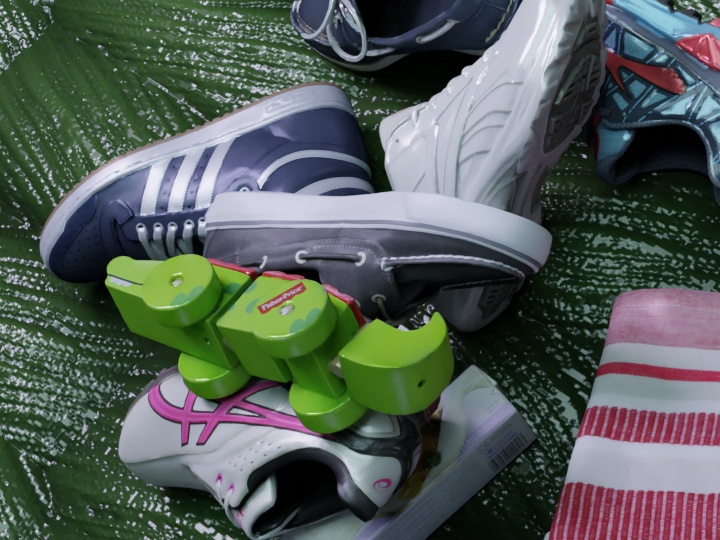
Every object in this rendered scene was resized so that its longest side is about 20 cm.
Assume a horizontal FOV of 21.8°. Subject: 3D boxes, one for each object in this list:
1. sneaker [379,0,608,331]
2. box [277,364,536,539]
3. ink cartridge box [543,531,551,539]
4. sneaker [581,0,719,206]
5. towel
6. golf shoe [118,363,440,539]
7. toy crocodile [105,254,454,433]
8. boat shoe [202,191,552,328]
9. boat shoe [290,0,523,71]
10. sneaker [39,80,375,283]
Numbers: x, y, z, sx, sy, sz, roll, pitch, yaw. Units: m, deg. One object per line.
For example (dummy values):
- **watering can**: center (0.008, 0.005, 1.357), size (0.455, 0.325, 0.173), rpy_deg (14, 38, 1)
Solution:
- **sneaker**: center (0.057, -0.074, 0.962), size (0.099, 0.078, 0.201), rpy_deg (28, 106, 23)
- **box**: center (0.001, 0.131, 0.945), size (0.200, 0.041, 0.039), rpy_deg (-42, 54, -2)
- **ink cartridge box**: center (0.162, 0.186, 0.798), size (0.196, 0.043, 0.200), rpy_deg (-6, 35, 20)
- **sneaker**: center (0.138, -0.097, 0.988), size (0.200, 0.079, 0.096), rpy_deg (27, 78, 33)
- **towel**: center (0.169, 0.081, 0.871), size (0.144, 0.023, 0.200), rpy_deg (-1, 42, 24)
- **golf shoe**: center (-0.057, 0.091, 0.942), size (0.200, 0.073, 0.092), rpy_deg (-12, 41, 40)
- **toy crocodile**: center (-0.045, 0.026, 0.894), size (0.200, 0.068, 0.062), rpy_deg (13, 51, 41)
- **boat shoe**: center (0.000, 0.000, 0.921), size (0.199, 0.070, 0.066), rpy_deg (5, 76, 32)
- **boat shoe**: center (0.017, -0.149, 1.044), size (0.200, 0.062, 0.075), rpy_deg (16, 91, 53)
- **sneaker**: center (-0.082, -0.021, 1.047), size (0.200, 0.070, 0.109), rpy_deg (-26, 54, 5)
